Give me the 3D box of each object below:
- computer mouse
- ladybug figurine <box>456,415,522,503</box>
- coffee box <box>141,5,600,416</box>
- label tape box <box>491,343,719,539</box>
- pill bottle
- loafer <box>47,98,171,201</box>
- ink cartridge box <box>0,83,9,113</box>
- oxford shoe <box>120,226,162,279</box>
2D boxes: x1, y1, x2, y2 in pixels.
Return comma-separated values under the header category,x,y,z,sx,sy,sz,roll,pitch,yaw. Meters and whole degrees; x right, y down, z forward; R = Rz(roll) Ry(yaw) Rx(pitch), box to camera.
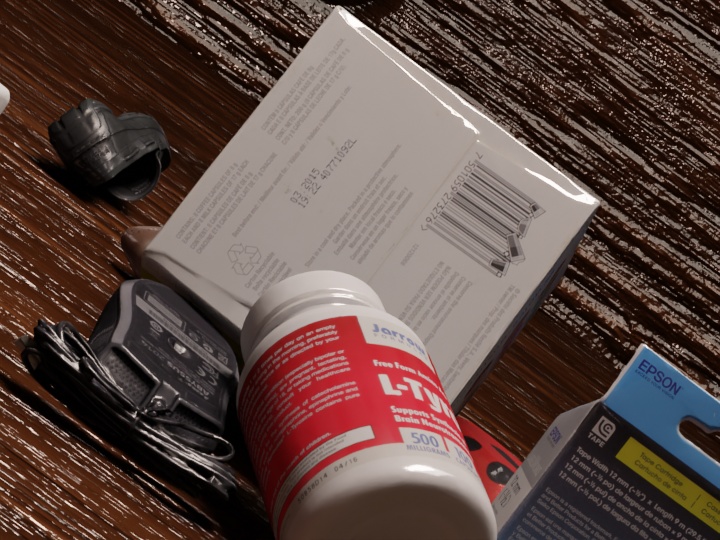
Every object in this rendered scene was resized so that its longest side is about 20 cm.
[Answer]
category,x,y,z,sx,sy,sz,roll,pitch,yaw
computer mouse,-0.122,0.063,1.563,0.138,0.053,0.200,40,15,-6
ladybug figurine,0.082,0.157,1.857,0.200,0.072,0.136,42,8,38
coffee box,0.000,0.000,1.749,0.200,0.200,0.198,37,-14,6
label tape box,0.156,0.158,1.671,0.143,0.200,0.066,36,4,-8
pill bottle,-0.004,0.091,1.524,0.112,0.112,0.200,33,21,-33
loafer,-0.186,-0.084,2.204,0.070,0.068,0.201,57,8,9
ink cartridge box,-0.318,-0.126,1.686,0.145,0.083,0.200,39,7,16
oxford shoe,-0.091,0.006,2.027,0.073,0.071,0.200,35,5,37
